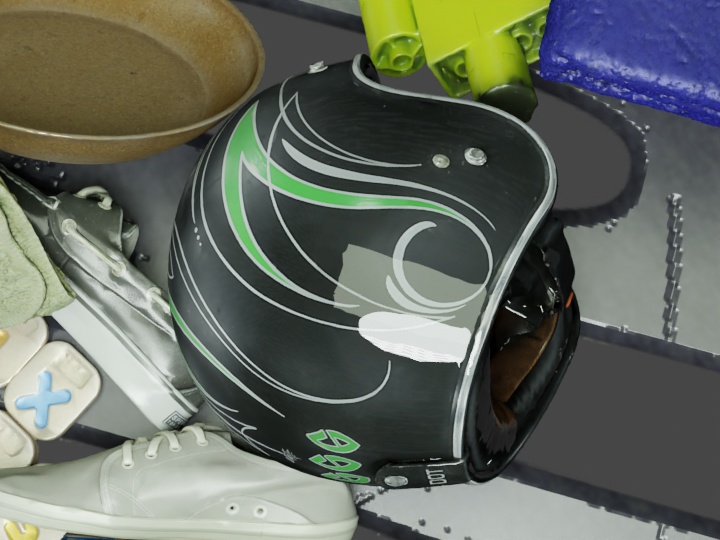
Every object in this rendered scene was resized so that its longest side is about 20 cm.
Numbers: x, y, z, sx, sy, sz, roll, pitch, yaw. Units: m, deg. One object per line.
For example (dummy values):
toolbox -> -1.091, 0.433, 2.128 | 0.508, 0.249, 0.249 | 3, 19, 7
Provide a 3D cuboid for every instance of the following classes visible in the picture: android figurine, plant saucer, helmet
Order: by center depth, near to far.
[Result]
helmet -> 0.000, 0.000, 0.926 | 0.190, 0.200, 0.201 | 20, 84, 22
android figurine -> 0.082, -0.164, 0.970 | 0.181, 0.041, 0.201 | -23, 49, 17
plant saucer -> -0.149, -0.106, 0.972 | 0.199, 0.200, 0.036 | 17, 124, 5

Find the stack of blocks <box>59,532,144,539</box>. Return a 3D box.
stack of blocks -> -0.055, 0.170, 0.938 | 0.199, 0.115, 0.059 | 3, 94, 3

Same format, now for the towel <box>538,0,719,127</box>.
towel -> 0.172, -0.159, 0.888 | 0.147, 0.050, 0.201 | 16, 73, 4

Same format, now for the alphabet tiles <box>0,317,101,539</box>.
alphabet tiles -> -0.241, 0.090, 1.014 | 0.200, 0.015, 0.196 | 44, 87, 7

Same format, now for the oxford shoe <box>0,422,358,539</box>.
oxford shoe -> -0.099, 0.105, 0.968 | 0.199, 0.075, 0.058 | 3, 94, -7

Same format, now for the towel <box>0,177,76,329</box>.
towel -> -0.252, -0.015, 0.936 | 0.199, 0.149, 0.037 | -11, 39, 22

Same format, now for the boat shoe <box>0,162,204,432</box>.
boat shoe -> -0.144, -0.008, 0.997 | 0.064, 0.071, 0.200 | -43, 90, -2
